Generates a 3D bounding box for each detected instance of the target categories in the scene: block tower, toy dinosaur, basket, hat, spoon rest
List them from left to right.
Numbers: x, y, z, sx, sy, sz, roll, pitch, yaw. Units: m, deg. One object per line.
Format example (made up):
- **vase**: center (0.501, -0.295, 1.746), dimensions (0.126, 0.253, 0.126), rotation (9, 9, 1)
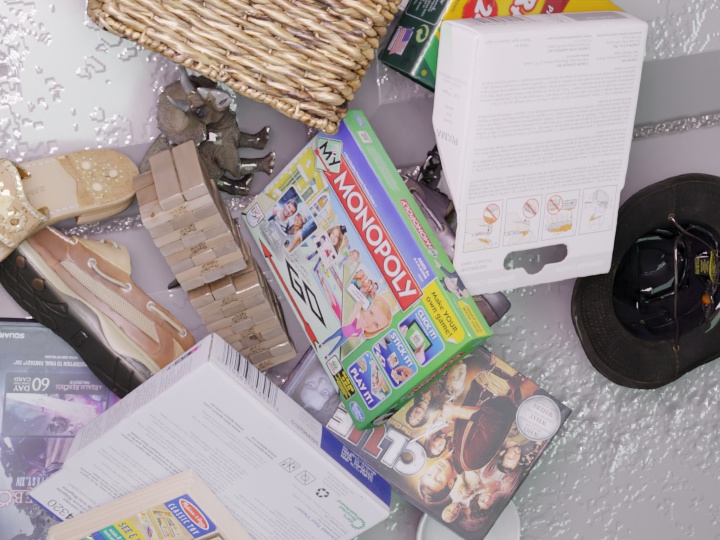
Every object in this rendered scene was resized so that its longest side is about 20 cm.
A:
- **toy dinosaur**: center (-0.127, -0.077, 1.167), dimensions (0.102, 0.077, 0.200), rotation (16, 130, -20)
- **block tower**: center (-0.109, -0.004, 1.152), dimensions (0.054, 0.058, 0.200), rotation (-22, 134, 3)
- **basket**: center (-0.079, -0.208, 1.100), dimensions (0.200, 0.143, 0.149), rotation (23, 98, -14)
- **spoon rest**: center (0.079, 0.278, 1.333), dimensions (0.099, 0.061, 0.200), rotation (14, 100, -23)
- **hat**: center (0.248, 0.000, 1.313), dimensions (0.200, 0.081, 0.201), rotation (-9, 110, -26)

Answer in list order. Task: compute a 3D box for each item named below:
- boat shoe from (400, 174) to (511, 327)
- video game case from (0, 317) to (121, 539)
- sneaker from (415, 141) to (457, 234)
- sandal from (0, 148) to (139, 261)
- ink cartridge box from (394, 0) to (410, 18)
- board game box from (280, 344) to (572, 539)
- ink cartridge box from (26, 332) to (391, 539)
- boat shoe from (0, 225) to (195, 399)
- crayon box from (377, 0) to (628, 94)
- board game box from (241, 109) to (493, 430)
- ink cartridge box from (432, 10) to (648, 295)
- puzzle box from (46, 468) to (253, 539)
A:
- **boat shoe**: center (0.045, -0.034, 1.182), dimensions (0.065, 0.072, 0.200), rotation (-29, 72, -9)
- **video game case**: center (-0.246, 0.136, 1.202), dimensions (0.142, 0.019, 0.201), rotation (3, 102, -20)
- **sneaker**: center (0.062, -0.048, 1.236), dimensions (0.079, 0.074, 0.201), rotation (6, 102, -16)
- **sandal**: center (-0.244, -0.058, 1.078), dimensions (0.211, 0.070, 0.078), rotation (-22, 67, -37)
- **ink cartridge box**: center (0.058, -0.294, 1.161), dimensions (0.146, 0.084, 0.200), rotation (31, 92, -26)
- **board game box**: center (0.048, 0.108, 1.217), dimensions (0.200, 0.035, 0.136), rotation (35, 88, -5)
- **ink cartridge box**: center (-0.113, 0.164, 1.158), dimensions (0.200, 0.043, 0.196), rotation (-34, 118, 25)
- **boat shoe**: center (-0.206, 0.013, 1.155), dimensions (0.200, 0.076, 0.074), rotation (48, 60, -11)
- **crayon box**: center (0.124, -0.169, 1.161), dimensions (0.200, 0.051, 0.127), rotation (23, 96, -39)
- **board game box**: center (0.000, 0.000, 1.146), dimensions (0.029, 0.200, 0.135), rotation (-9, 153, -48)
- **ink cartridge box**: center (0.128, -0.089, 1.138), dimensions (0.161, 0.050, 0.201), rotation (-9, 117, -31)
- **puzzle box**: center (-0.130, 0.245, 1.177), dimensions (0.133, 0.025, 0.200), rotation (-25, 122, 18)
